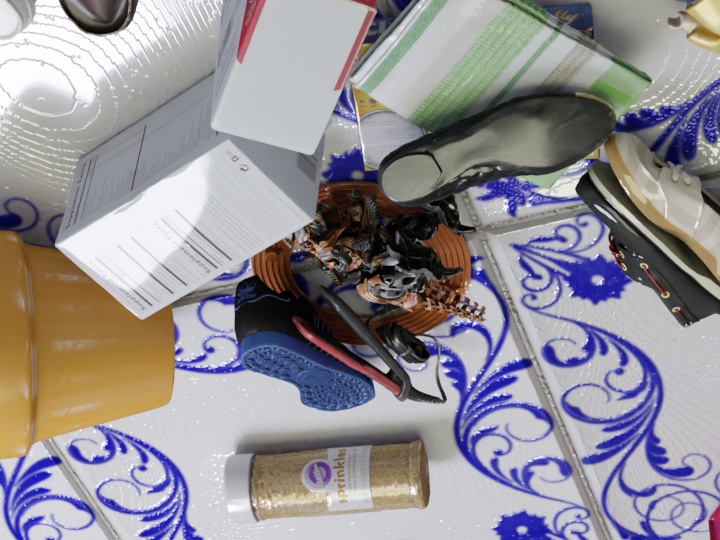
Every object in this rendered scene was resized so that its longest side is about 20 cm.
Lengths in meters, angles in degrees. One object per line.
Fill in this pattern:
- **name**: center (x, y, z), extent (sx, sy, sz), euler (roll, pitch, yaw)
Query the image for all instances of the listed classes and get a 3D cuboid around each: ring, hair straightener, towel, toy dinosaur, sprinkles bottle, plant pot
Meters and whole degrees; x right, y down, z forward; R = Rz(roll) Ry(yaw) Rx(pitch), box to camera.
- **ring**: center (0.000, 0.000, 1.749), extent (0.198, 0.019, 0.202), euler (2, 133, 2)
- **hair straightener**: center (0.025, 0.065, 1.742), extent (0.077, 0.041, 0.200), euler (-51, 130, 2)
- **towel**: center (0.110, -0.154, 1.543), extent (0.199, 0.031, 0.149), euler (26, 132, -22)
- **toy dinosaur**: center (0.025, -0.017, 1.676), extent (0.199, 0.103, 0.136), euler (11, 152, -31)
- **sprinkles bottle**: center (-0.033, 0.208, 1.916), extent (0.198, 0.069, 0.069), euler (-6, 133, 9)
- **plant pot**: center (-0.263, 0.063, 1.726), extent (0.181, 0.201, 0.201), euler (-2, 136, -15)

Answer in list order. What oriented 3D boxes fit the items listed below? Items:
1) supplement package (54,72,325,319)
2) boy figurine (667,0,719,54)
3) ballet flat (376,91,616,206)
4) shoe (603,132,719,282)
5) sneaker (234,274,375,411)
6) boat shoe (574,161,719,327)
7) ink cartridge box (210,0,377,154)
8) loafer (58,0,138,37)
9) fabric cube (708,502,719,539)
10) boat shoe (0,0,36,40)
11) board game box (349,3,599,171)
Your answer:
- **supplement package**: center (-0.142, -0.067, 1.630), extent (0.199, 0.114, 0.109), euler (-28, 125, 29)
- **boy figurine**: center (0.296, -0.216, 1.487), extent (0.199, 0.065, 0.124), euler (27, 130, -21)
- **ballet flat**: center (0.106, -0.102, 1.552), extent (0.198, 0.057, 0.067), euler (-15, 106, 12)
- **shoe**: center (0.278, -0.055, 1.639), extent (0.053, 0.070, 0.200), euler (-37, 119, 21)
- **sneaker**: center (-0.049, 0.067, 1.764), extent (0.070, 0.079, 0.200), euler (-20, 152, 20)
- **boat shoe**: center (0.246, -0.018, 1.672), extent (0.063, 0.074, 0.201), euler (-35, 127, 22)
- **ink cartridge box**: center (-0.047, -0.210, 1.428), extent (0.083, 0.201, 0.145), euler (14, 134, -14)
- **loafer**: center (-0.219, -0.254, 1.487), extent (0.072, 0.071, 0.201), euler (-4, 133, 8)
- **fabric cube**: center (0.463, 0.277, 1.852), extent (0.198, 0.197, 0.201), euler (13, 134, -9)
- **boat shoe**: center (-0.346, -0.231, 1.520), extent (0.199, 0.070, 0.071), euler (32, 127, -24)
- **board game box**: center (0.093, -0.147, 1.589), extent (0.198, 0.035, 0.136), euler (-2, 133, 7)
